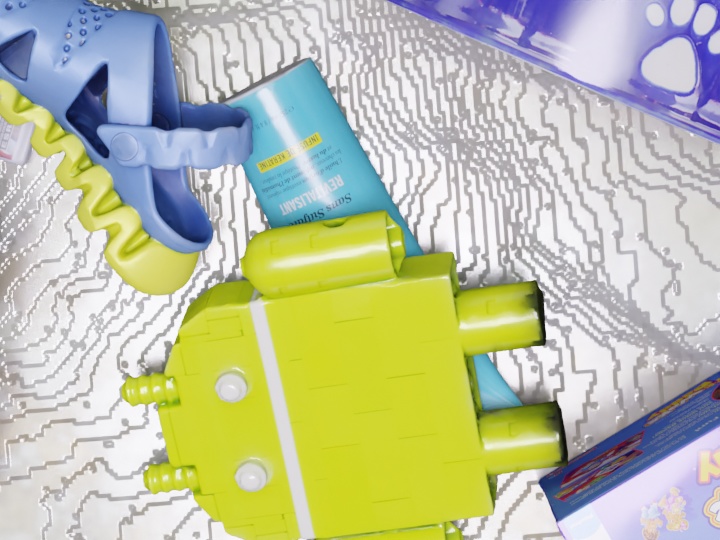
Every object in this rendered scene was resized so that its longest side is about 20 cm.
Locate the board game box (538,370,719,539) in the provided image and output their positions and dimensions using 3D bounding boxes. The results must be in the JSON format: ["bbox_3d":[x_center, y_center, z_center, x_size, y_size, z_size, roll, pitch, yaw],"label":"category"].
[{"bbox_3d":[0.179,0.071,1.177,0.199,0.134,0.045,-31,93,3],"label":"board game box"}]

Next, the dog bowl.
[{"bbox_3d":[0.107,-0.118,1.132,0.199,0.200,0.079,24,96,-1],"label":"dog bowl"}]

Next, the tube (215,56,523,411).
[{"bbox_3d":[0.000,0.000,1.221,0.077,0.050,0.201,-26,98,17],"label":"tube"}]

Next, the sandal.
[{"bbox_3d":[-0.119,-0.090,1.173,0.087,0.080,0.200,-37,101,21],"label":"sandal"}]

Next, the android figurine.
[{"bbox_3d":[-0.009,0.061,1.202,0.199,0.041,0.183,-7,111,7],"label":"android figurine"}]

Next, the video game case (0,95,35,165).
[{"bbox_3d":[-0.231,-0.147,1.224,0.199,0.018,0.144,18,94,0],"label":"video game case"}]
